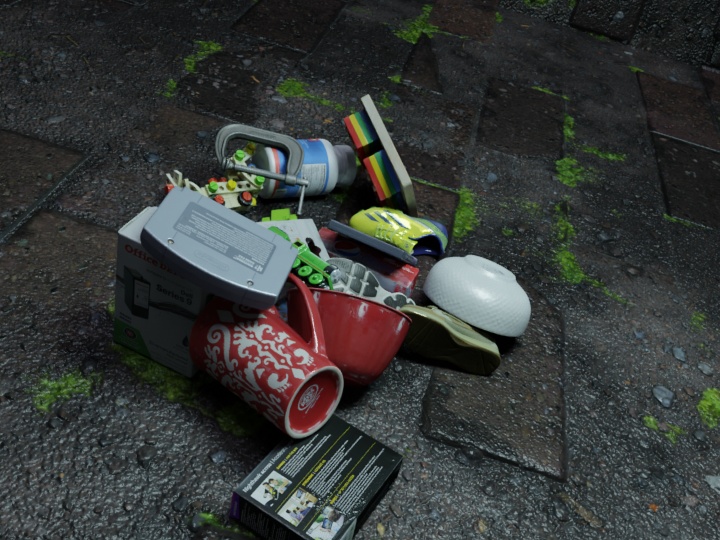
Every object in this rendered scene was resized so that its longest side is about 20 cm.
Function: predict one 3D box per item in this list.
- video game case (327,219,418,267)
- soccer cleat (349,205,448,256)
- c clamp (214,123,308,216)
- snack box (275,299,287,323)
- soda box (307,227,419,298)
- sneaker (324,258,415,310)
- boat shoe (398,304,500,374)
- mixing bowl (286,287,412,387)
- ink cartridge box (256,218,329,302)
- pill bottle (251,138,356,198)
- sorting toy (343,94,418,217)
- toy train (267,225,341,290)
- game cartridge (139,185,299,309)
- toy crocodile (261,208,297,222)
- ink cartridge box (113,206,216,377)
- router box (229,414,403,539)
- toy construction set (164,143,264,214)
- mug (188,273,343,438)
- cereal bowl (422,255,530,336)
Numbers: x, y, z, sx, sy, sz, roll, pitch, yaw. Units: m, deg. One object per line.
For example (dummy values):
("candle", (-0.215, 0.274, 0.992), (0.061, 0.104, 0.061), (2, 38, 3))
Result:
("video game case", (0.027, -0.047, 1.470), (0.140, 0.019, 0.200), (24, 0, 11))
("soccer cleat", (0.075, -0.071, 1.579), (0.195, 0.065, 0.085), (8, 49, -6))
("c clamp", (-0.183, -0.201, 1.523), (0.195, 0.027, 0.174), (17, 56, -3))
("snack box", (-0.167, 0.047, 1.358), (0.070, 0.025, 0.201), (-9, 43, -29))
("soda box", (0.000, 0.000, 1.452), (0.196, 0.064, 0.070), (25, 34, 11))
("sneaker", (0.000, 0.052, 1.334), (0.198, 0.083, 0.082), (34, 65, -30))
("boat shoe", (0.141, 0.104, 1.340), (0.197, 0.074, 0.064), (23, 34, -14))
("mixing bowl", (-0.028, 0.108, 1.218), (0.195, 0.200, 0.111), (14, 75, -2))
("ink cartridge box", (-0.153, -0.013, 1.372), (0.196, 0.051, 0.164), (-4, 46, -25))
("pill bottle", (-0.112, -0.207, 1.646), (0.196, 0.114, 0.113), (-8, 41, -30))
("sorting toy", (0.038, -0.208, 1.622), (0.068, 0.200, 0.202), (-25, 74, 1))
("toy train", (-0.100, -0.016, 1.285), (0.056, 0.042, 0.199), (-34, 42, -24))
("game cartridge", (-0.189, -0.029, 1.100), (0.197, 0.041, 0.134), (28, 36, -4))
("toy crocodile", (-0.140, -0.051, 1.474), (0.066, 0.063, 0.201), (-9, 34, -5))
("ink cartridge box", (-0.276, 0.032, 1.184), (0.143, 0.203, 0.084), (23, 36, 12))
("router box", (-0.053, 0.279, 1.067), (0.147, 0.052, 0.200), (27, 37, 19))
("toy construction set", (-0.267, -0.163, 1.544), (0.197, 0.092, 0.133), (-18, 72, -27))
("mug", (-0.122, 0.110, 1.115), (0.198, 0.181, 0.132), (33, 27, 36))
("cereal bowl", (0.210, 0.031, 1.422), (0.196, 0.085, 0.200), (20, 15, -5))
